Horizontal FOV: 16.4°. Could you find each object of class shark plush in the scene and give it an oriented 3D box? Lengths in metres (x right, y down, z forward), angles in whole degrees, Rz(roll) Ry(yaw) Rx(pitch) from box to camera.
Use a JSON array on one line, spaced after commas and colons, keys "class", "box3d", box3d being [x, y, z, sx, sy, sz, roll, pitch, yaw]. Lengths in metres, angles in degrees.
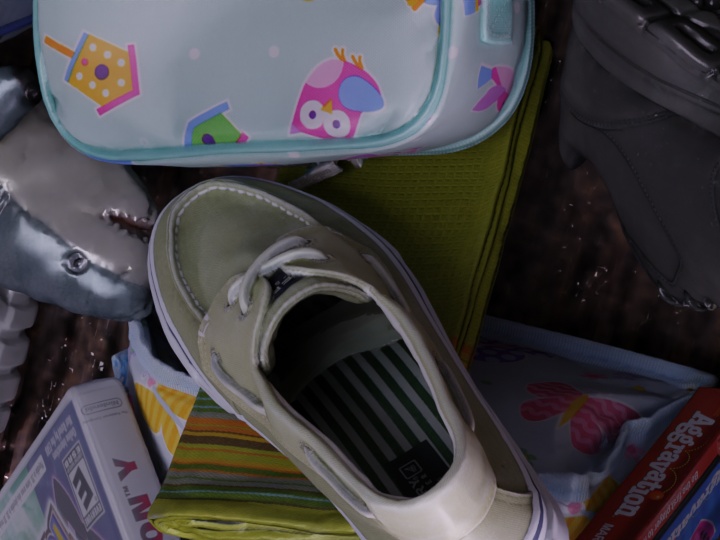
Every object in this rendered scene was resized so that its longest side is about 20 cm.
[{"class": "shark plush", "box3d": [-0.166, -0.024, 0.850, 0.200, 0.091, 0.083, -1, 90, 5]}]

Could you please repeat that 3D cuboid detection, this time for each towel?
[{"class": "towel", "box3d": [0.000, 0.000, 0.787, 0.086, 0.200, 0.018, 2, 142, 22]}]

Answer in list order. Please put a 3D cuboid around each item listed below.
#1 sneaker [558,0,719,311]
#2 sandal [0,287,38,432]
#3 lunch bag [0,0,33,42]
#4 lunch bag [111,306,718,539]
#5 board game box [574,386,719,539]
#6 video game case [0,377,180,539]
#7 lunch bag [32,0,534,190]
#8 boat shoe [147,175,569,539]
[{"class": "sneaker", "box3d": [0.123, -0.016, 0.713, 0.200, 0.076, 0.091, 54, 144, 40]}, {"class": "sandal", "box3d": [-0.170, 0.054, 0.919, 0.050, 0.082, 0.203, 23, 87, 33]}, {"class": "lunch bag", "box3d": [-0.170, -0.140, 0.799, 0.076, 0.200, 0.160, 5, 110, 31]}, {"class": "lunch bag", "box3d": [0.009, 0.100, 0.841, 0.200, 0.127, 0.170, 11, 113, 29]}, {"class": "board game box", "box3d": [0.066, 0.128, 0.728, 0.019, 0.200, 0.103, 14, 126, 29]}, {"class": "video game case", "box3d": [-0.091, 0.158, 0.876, 0.200, 0.023, 0.182, -49, 58, 55]}, {"class": "lunch bag", "box3d": [-0.021, -0.125, 0.789, 0.160, 0.077, 0.200, -1, 91, 22]}, {"class": "boat shoe", "box3d": [-0.007, 0.021, 0.718, 0.200, 0.072, 0.062, 45, 168, 45]}]
